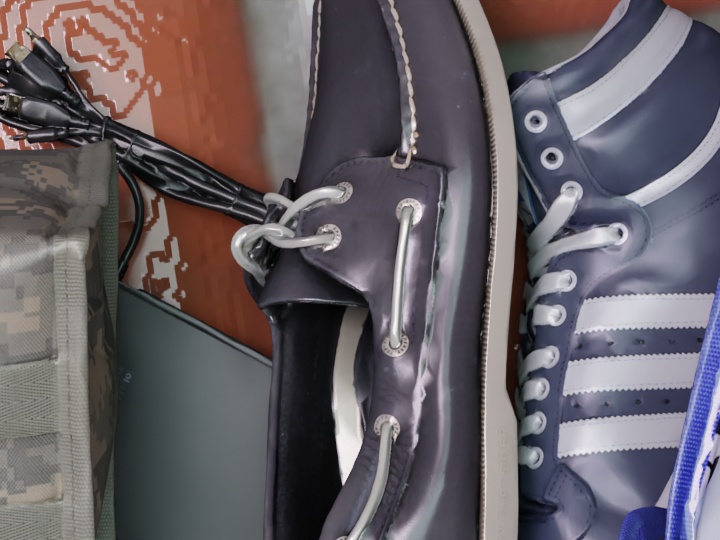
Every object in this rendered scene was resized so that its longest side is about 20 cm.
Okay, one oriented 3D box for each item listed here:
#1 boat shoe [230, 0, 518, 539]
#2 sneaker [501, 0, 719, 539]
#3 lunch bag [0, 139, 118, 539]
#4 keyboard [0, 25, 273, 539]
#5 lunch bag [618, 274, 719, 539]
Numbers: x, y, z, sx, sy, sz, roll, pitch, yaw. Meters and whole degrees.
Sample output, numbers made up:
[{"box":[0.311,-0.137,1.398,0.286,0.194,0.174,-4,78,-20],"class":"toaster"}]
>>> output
[{"box":[0.000,0.000,0.737,0.063,0.073,0.201,2,78,-27],"class":"boat shoe"},{"box":[0.059,0.018,0.761,0.108,0.070,0.200,33,82,-5],"class":"sneaker"},{"box":[-0.145,0.073,0.725,0.164,0.118,0.200,0,108,-1],"class":"lunch bag"},{"box":[-0.075,0.013,0.783,0.200,0.021,0.127,28,93,-2],"class":"keyboard"},{"box":[0.158,0.065,0.707,0.124,0.170,0.200,11,86,40],"class":"lunch bag"}]
